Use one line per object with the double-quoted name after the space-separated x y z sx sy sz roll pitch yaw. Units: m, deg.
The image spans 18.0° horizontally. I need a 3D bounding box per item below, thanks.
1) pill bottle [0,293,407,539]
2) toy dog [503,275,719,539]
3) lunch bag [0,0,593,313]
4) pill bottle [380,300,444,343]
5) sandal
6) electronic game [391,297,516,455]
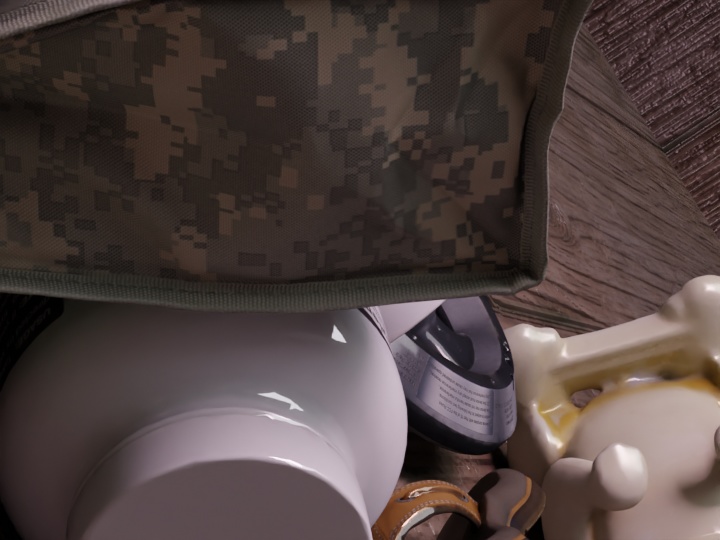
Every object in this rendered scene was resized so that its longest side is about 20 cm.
-0.050 0.017 0.643 0.113 0.112 0.200 47 17 -35 "pill bottle"
0.145 0.134 1.087 0.200 0.139 0.195 -111 -162 -48 "toy dog"
-0.063 -0.076 0.572 0.164 0.199 0.118 -112 -158 -49 "lunch bag"
-0.049 -0.063 0.827 0.200 0.116 0.116 54 13 -13 "pill bottle"
0.024 0.100 0.802 0.055 0.082 0.200 40 14 2 "sandal"
0.000 0.000 1.017 0.200 0.042 0.200 44 17 -17 "electronic game"
